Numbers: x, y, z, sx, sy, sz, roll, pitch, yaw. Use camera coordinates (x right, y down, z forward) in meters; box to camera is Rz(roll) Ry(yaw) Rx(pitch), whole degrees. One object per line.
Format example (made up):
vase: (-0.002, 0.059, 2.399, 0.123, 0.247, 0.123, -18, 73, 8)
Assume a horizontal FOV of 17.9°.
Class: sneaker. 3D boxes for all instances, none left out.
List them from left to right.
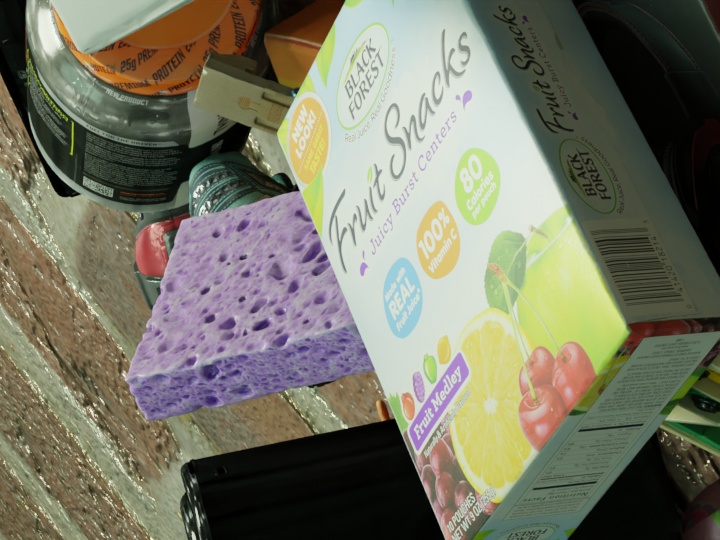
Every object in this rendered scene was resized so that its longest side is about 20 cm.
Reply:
sneaker: (-0.028, -0.006, 1.177, 0.087, 0.077, 0.200, 65, -171, 26)

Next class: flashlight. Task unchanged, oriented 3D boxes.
flashlight: (-0.119, -0.071, 1.311, 0.067, 0.068, 0.201, 4, 121, 37)

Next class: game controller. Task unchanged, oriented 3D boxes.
game controller: (-0.182, -0.128, 1.297, 0.200, 0.042, 0.105, 77, -178, -60)

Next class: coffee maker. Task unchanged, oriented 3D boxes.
coffee maker: (0.024, 0.101, 0.980, 0.135, 0.199, 0.193, 95, 160, -69)

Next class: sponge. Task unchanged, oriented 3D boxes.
sponge: (0.000, 0.000, 0.968, 0.199, 0.112, 0.030, -14, 124, 24)

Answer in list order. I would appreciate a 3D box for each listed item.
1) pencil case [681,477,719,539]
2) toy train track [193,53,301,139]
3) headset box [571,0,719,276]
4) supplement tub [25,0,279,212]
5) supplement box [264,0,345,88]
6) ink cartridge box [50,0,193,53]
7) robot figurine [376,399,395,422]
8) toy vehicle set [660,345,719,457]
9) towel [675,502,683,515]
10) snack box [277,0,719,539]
pencil case: (0.216, 0.168, 0.972, 0.200, 0.087, 0.087, 53, 155, 5)
toy train track: (0.025, -0.057, 1.011, 0.199, 0.033, 0.115, 19, 130, -1)
headset box: (0.127, -0.068, 0.854, 0.148, 0.075, 0.201, 1, 121, 61)
supplement tub: (-0.105, -0.109, 1.129, 0.123, 0.122, 0.200, 54, 166, 5)
supplement box: (0.024, -0.036, 1.089, 0.069, 0.066, 0.201, 19, 137, 47)
ink cartridge box: (-0.031, -0.196, 0.807, 0.144, 0.200, 0.146, -24, 100, 42)
robot figurine: (0.055, 0.144, 1.106, 0.200, 0.117, 0.143, 38, 133, -27)
toy vehicle set: (0.169, 0.059, 0.855, 0.199, 0.027, 0.124, 27, 168, -26)
towel: (0.158, 0.180, 1.158, 0.201, 0.022, 0.147, 57, 154, 4)
snack box: (0.045, -0.018, 0.823, 0.142, 0.053, 0.201, -57, 46, 45)
